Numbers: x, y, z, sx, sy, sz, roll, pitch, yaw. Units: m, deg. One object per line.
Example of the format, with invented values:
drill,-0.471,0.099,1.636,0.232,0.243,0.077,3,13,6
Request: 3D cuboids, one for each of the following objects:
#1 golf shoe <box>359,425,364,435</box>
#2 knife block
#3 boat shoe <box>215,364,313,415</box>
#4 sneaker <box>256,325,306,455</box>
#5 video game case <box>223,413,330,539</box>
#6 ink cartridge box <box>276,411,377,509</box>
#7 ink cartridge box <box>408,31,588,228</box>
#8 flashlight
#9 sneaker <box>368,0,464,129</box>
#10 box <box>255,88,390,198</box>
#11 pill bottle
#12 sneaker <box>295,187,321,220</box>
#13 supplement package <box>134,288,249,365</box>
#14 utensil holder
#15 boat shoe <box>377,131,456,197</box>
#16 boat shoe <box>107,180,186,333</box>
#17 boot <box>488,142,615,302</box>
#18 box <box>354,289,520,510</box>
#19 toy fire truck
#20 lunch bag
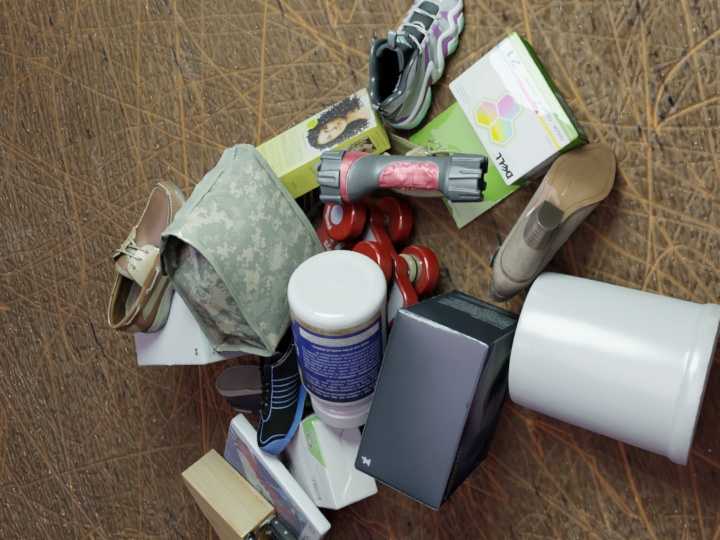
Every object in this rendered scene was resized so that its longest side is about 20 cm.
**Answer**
golf shoe,0.023,0.137,1.046,0.076,0.094,0.206,-8,89,28
knife block,-0.162,0.356,1.119,0.203,0.063,0.175,58,148,-3
boat shoe,-0.119,0.183,1.151,0.195,0.073,0.064,1,132,23
sneaker,-0.107,0.145,1.027,0.070,0.076,0.204,37,106,61
video game case,-0.128,0.322,1.122,0.200,0.023,0.184,47,148,17
ink cartridge box,-0.060,0.260,1.084,0.199,0.066,0.120,-25,81,62
ink cartridge box,0.156,-0.165,0.962,0.198,0.075,0.150,-35,79,25
flashlight,0.048,-0.107,0.916,0.195,0.068,0.070,6,97,18
sneaker,0.063,-0.283,0.957,0.076,0.139,0.205,18,95,22
box,-0.063,-0.152,1.003,0.197,0.050,0.076,-27,51,13
pill bottle,-0.021,0.088,0.923,0.113,0.116,0.203,19,136,24
sneaker,-0.078,-0.132,1.077,0.074,0.087,0.202,41,110,17
supplement package,-0.193,0.037,1.072,0.149,0.198,0.155,-6,91,40
utensil holder,0.284,0.101,0.872,0.196,0.169,0.175,14,100,28
boat shoe,0.055,-0.142,0.996,0.197,0.073,0.064,21,120,36
boat shoe,-0.261,-0.009,0.947,0.075,0.071,0.205,30,113,34
boot,0.220,-0.052,0.928,0.070,0.199,0.147,41,146,13
box,0.104,0.148,0.947,0.121,0.197,0.205,20,104,23
toy fire truck,0.000,0.000,1.026,0.168,0.110,0.203,-48,54,36
lunch bag,-0.145,-0.026,0.924,0.115,0.165,0.203,2,134,34
